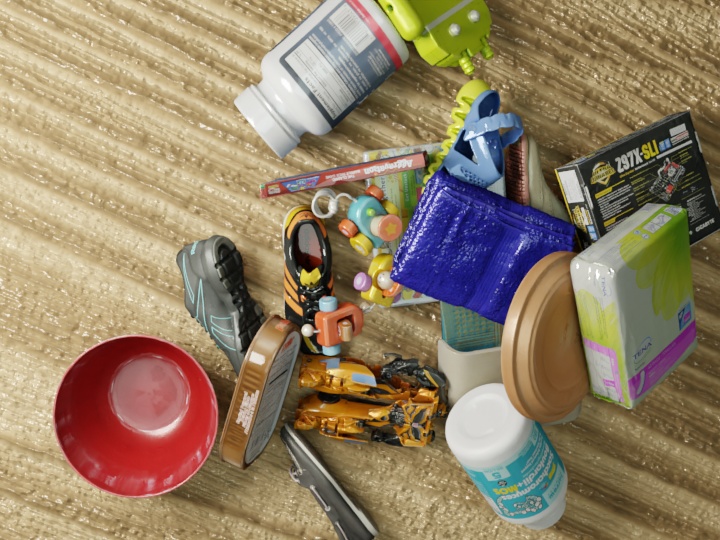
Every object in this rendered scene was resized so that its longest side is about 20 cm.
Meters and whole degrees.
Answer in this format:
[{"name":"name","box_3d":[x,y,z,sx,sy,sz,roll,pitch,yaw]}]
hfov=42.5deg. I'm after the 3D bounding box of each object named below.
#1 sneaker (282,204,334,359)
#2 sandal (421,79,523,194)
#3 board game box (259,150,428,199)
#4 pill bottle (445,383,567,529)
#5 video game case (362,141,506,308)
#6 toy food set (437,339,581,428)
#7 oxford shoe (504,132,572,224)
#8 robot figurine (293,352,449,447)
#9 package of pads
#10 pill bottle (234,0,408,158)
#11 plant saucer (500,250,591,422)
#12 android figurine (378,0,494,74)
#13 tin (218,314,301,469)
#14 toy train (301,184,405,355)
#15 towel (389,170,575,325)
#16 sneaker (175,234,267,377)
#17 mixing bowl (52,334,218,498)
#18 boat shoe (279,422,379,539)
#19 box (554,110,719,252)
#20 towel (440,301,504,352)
[{"name":"sneaker","box_3d":[-0.065,0.021,1.161,0.069,0.090,0.204,-6,99,-3]},{"name":"sandal","box_3d":[0.137,-0.127,1.124,0.086,0.079,0.203,25,102,36]},{"name":"board game box","box_3d":[-0.017,-0.117,1.120,0.196,0.103,0.020,-10,99,9]},{"name":"pill bottle","box_3d":[0.193,0.244,1.168,0.110,0.111,0.201,-35,124,1]},{"name":"video game case","box_3d":[0.101,-0.062,1.196,0.178,0.023,0.204,-7,100,-3]},{"name":"toy food set","box_3d":[0.199,0.135,1.201,0.196,0.061,0.146,-9,125,-6]},{"name":"oxford shoe","box_3d":[0.230,-0.081,1.183,0.072,0.071,0.204,-12,110,-6]},{"name":"robot figurine","box_3d":[0.016,0.172,1.186,0.196,0.059,0.147,9,123,3]},{"name":"package of pads","box_3d":[0.323,0.043,1.085,0.153,0.068,0.203,-32,121,-28]},{"name":"pill bottle","box_3d":[-0.050,-0.235,1.110,0.199,0.120,0.120,-41,99,3]},{"name":"plant saucer","box_3d":[0.237,0.080,1.088,0.198,0.032,0.204,-13,108,-43]},{"name":"android figurine","box_3d":[0.090,-0.329,1.105,0.182,0.041,0.202,-39,99,-39]},{"name":"tin","box_3d":[-0.123,0.154,1.156,0.041,0.112,0.203,20,107,9]},{"name":"toy train","box_3d":[0.000,0.000,1.119,0.148,0.055,0.204,-13,110,-37]},{"name":"towel","box_3d":[0.148,-0.018,1.106,0.197,0.050,0.150,20,104,-14]},{"name":"sneaker","box_3d":[-0.173,0.052,1.178,0.078,0.075,0.203,-7,108,27]},{"name":"mixing bowl","box_3d":[-0.272,0.169,1.158,0.196,0.108,0.204,-1,98,-4]},{"name":"boat shoe","box_3d":[-0.052,0.291,1.214,0.057,0.067,0.201,-38,103,-3]},{"name":"box","box_3d":[0.355,-0.090,1.164,0.198,0.049,0.162,-26,99,-22]},{"name":"towel","box_3d":[0.199,0.067,1.197,0.196,0.022,0.149,-9,125,-5]}]
